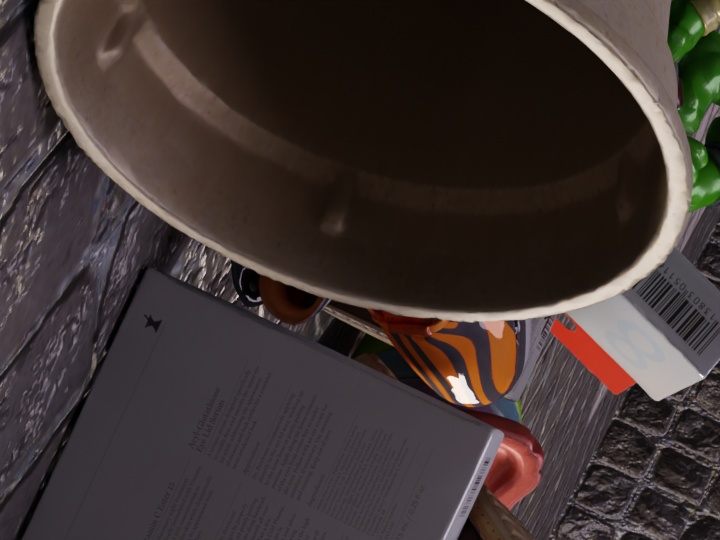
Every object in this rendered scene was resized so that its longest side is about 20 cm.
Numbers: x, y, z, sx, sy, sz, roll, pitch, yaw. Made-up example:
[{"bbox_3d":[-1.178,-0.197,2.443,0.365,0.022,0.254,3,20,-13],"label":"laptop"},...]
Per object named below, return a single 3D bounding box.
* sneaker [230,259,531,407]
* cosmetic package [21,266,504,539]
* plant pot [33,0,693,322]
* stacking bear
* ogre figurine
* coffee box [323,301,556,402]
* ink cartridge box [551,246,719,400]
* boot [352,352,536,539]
[{"bbox_3d":[0.000,0.000,0.939,0.200,0.077,0.112,61,39,-29],"label":"sneaker"},{"bbox_3d":[-0.054,0.121,0.895,0.201,0.150,0.052,-65,170,-1],"label":"cosmetic package"},{"bbox_3d":[0.022,-0.115,0.724,0.201,0.200,0.184,94,12,-60],"label":"plant pot"},{"bbox_3d":[0.044,0.067,1.305,0.200,0.113,0.122,-78,-178,-55],"label":"stacking bear"},{"bbox_3d":[0.146,-0.085,1.154,0.120,0.098,0.200,-41,161,-14],"label":"ogre figurine"},{"bbox_3d":[0.032,0.000,1.131,0.080,0.114,0.200,-65,167,-3],"label":"coffee box"},{"bbox_3d":[0.112,0.009,1.299,0.047,0.160,0.200,-46,-179,-21],"label":"ink cartridge box"},{"bbox_3d":[-0.009,0.144,0.956,0.166,0.200,0.072,-42,140,0],"label":"boot"}]
